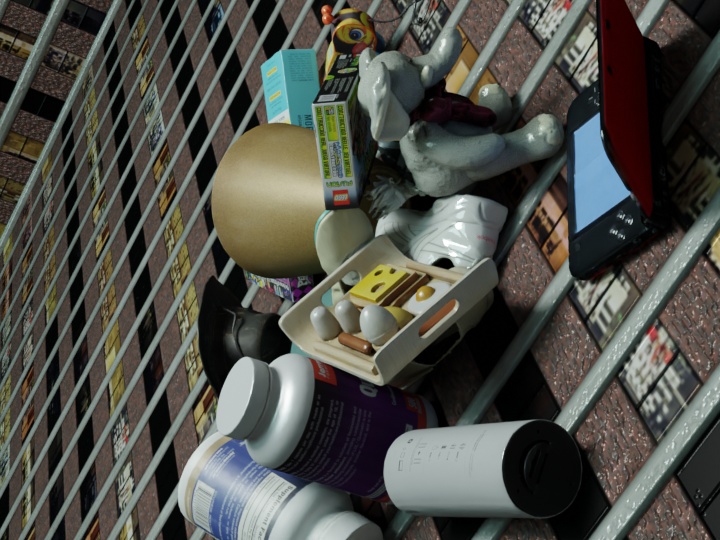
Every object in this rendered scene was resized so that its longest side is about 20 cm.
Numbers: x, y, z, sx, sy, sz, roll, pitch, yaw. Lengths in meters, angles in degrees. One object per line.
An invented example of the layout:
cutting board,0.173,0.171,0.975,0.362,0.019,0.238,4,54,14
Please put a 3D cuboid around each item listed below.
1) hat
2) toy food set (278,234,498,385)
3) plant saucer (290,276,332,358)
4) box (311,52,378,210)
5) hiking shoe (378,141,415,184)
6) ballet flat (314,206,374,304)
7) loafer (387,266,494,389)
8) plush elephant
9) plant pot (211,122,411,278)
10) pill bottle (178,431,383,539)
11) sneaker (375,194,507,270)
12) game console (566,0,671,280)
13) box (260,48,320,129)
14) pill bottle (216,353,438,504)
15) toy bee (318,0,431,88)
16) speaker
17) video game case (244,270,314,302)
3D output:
hat,-0.134,0.089,1.758,0.081,0.201,0.201,-15,46,12
toy food set,0.020,0.025,1.317,0.143,0.060,0.200,-41,25,-17
plant saucer,-0.033,0.077,1.629,0.200,0.036,0.200,-45,34,43
box,-0.013,-0.146,1.454,0.200,0.035,0.110,-75,-21,-67
hiking shoe,0.064,-0.154,1.581,0.087,0.074,0.200,-56,36,11
ballet flat,0.000,0.000,1.471,0.200,0.069,0.070,74,-158,-63
loafer,0.046,0.068,1.394,0.200,0.076,0.068,-45,2,38
plush elephant,0.066,-0.160,1.380,0.200,0.155,0.165,-28,27,1
plant pot,-0.041,-0.075,1.621,0.200,0.186,0.187,8,78,53
pill bottle,-0.078,0.245,1.421,0.200,0.111,0.111,25,94,35
sneaker,0.068,-0.014,1.441,0.200,0.078,0.100,-20,57,61
game console,0.194,-0.122,1.204,0.172,0.119,0.200,-40,37,48
box,-0.081,-0.175,1.816,0.082,0.049,0.200,161,103,-67
pill bottle,-0.032,0.148,1.366,0.112,0.200,0.113,-45,34,42
toy bee,-0.013,-0.288,1.791,0.200,0.109,0.131,-63,23,15
speaker,0.100,0.171,1.216,0.200,0.081,0.081,-18,55,60
video game case,-0.115,-0.063,1.813,0.200,0.036,0.182,-161,63,-68
